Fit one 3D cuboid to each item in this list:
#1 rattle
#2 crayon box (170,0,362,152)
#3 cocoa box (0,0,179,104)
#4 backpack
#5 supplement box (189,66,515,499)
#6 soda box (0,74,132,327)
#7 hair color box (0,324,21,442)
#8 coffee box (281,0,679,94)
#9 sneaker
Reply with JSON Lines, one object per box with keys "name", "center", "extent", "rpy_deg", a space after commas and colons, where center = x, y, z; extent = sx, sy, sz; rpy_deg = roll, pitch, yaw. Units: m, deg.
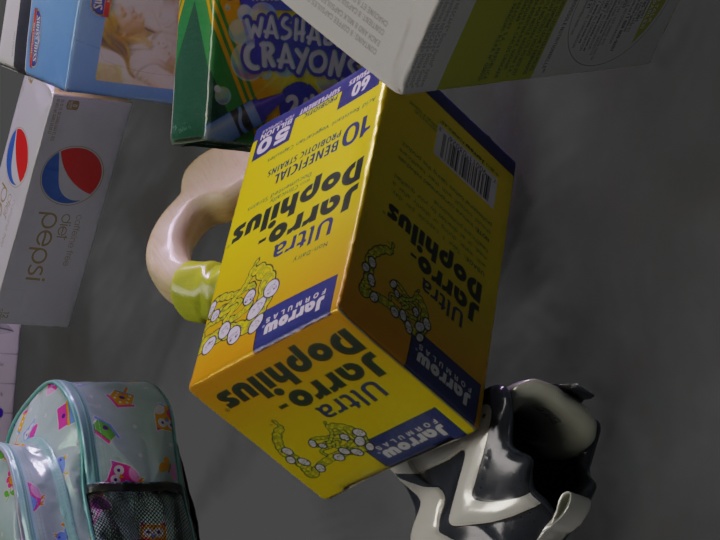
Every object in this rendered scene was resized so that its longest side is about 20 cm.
{"name": "rattle", "center": [-0.060, -0.018, 1.463], "extent": [0.130, 0.143, 0.200], "rpy_deg": [-33, 35, 16]}
{"name": "crayon box", "center": [-0.044, -0.171, 1.360], "extent": [0.052, 0.126, 0.200], "rpy_deg": [-1, 86, 59]}
{"name": "cocoa box", "center": [-0.154, -0.222, 1.542], "extent": [0.131, 0.133, 0.200], "rpy_deg": [25, 108, 57]}
{"name": "backpack", "center": [-0.194, 0.174, 1.551], "extent": [0.176, 0.153, 0.200], "rpy_deg": [134, 138, -54]}
{"name": "supplement box", "center": [0.000, 0.000, 1.188], "extent": [0.109, 0.110, 0.200], "rpy_deg": [-29, 34, 34]}
{"name": "soda box", "center": [-0.240, -0.057, 1.729], "extent": [0.064, 0.068, 0.200], "rpy_deg": [48, 127, 50]}
{"name": "hair color box", "center": [-0.347, 0.122, 1.845], "extent": [0.065, 0.109, 0.200], "rpy_deg": [11, 96, 60]}
{"name": "coffee box", "center": [0.056, -0.226, 1.088], "extent": [0.200, 0.198, 0.200], "rpy_deg": [43, 125, 30]}
{"name": "sneaker", "center": [0.071, 0.078, 1.193], "extent": [0.130, 0.079, 0.199], "rpy_deg": [-45, 36, 31]}
